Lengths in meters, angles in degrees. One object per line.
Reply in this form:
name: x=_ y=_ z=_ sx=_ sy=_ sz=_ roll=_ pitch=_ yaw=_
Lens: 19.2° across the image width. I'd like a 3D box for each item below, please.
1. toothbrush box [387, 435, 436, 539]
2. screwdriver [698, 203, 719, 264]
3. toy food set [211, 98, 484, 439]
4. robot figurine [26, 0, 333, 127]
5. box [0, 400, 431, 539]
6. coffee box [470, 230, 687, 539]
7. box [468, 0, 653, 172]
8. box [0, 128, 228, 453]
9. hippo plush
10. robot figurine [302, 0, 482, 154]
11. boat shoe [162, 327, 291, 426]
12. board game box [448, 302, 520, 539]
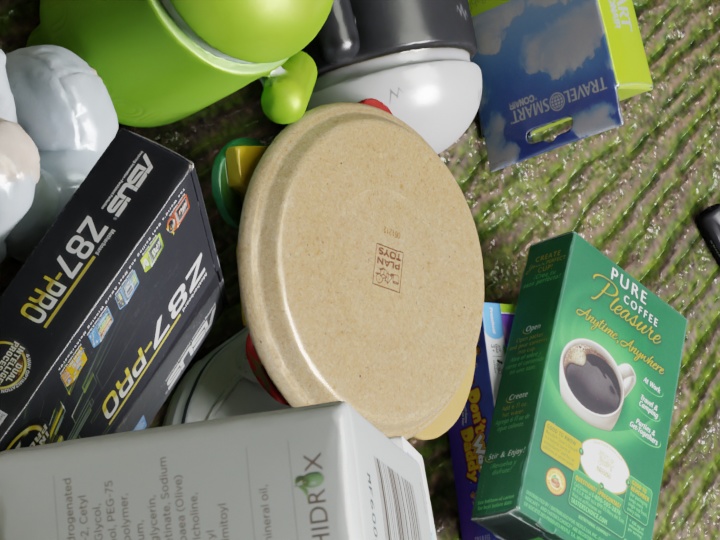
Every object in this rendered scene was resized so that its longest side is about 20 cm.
toothbrush box: x=0.006 y=0.198 z=1.160 sx=0.146 sy=0.085 sz=0.200 roll=55 pitch=26 yaw=-80
screwdriver: x=0.307 y=0.037 z=1.597 sx=0.028 sy=0.029 sz=0.200 roll=-43 pitch=110 yaw=-43
toy food set: x=0.000 y=0.000 z=1.193 sx=0.200 sy=0.049 sz=0.198 roll=-2 pitch=86 yaw=-46
robot figurine: x=-0.094 y=-0.149 z=1.149 sx=0.176 sy=0.200 sz=0.116 roll=52 pitch=48 yaw=-13
box: x=-0.057 y=0.180 z=0.991 sx=0.199 sy=0.171 sz=0.200 roll=50 pitch=33 yaw=-73
coffee box: x=0.141 y=0.090 z=1.339 sx=0.123 sy=0.044 sz=0.200 roll=33 pitch=56 yaw=-32
box: x=0.121 y=-0.177 z=1.420 sx=0.048 sy=0.122 sz=0.200 roll=-4 pitch=79 yaw=-46
box: x=-0.142 y=0.051 z=1.044 sx=0.049 sy=0.161 sz=0.200 roll=27 pitch=68 yaw=14
hippo plush: x=-0.171 y=-0.046 z=1.072 sx=0.161 sy=0.159 sz=0.200 roll=-14 pitch=85 yaw=-45
robot figurine: x=0.002 y=-0.160 z=1.303 sx=0.150 sy=0.125 sz=0.200 roll=-8 pitch=82 yaw=-34
boat shoe: x=-0.044 y=0.057 z=1.222 sx=0.074 sy=0.067 sz=0.200 roll=50 pitch=48 yaw=-19
board game box: x=0.121 y=0.125 z=1.372 sx=0.134 sy=0.045 sz=0.200 roll=4 pitch=73 yaw=-43
